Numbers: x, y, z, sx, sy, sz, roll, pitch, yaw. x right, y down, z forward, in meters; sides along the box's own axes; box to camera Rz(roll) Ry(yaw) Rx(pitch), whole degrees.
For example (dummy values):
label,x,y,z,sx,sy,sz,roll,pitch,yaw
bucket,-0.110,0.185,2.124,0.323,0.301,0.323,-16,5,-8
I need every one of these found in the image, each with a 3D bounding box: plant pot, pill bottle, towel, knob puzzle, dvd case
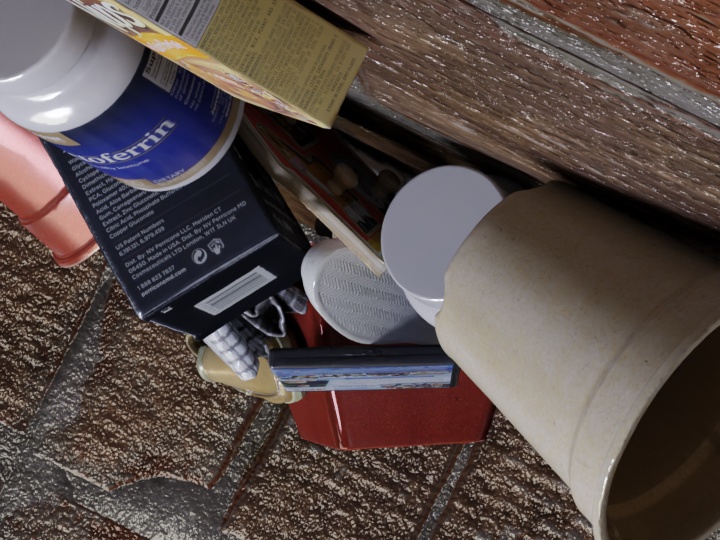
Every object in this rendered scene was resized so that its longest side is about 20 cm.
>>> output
label,x,y,z,sx,sy,sz,roll,pitch,yaw
plant pot,0.152,0.045,1.304,0.183,0.201,0.200,39,-175,35
pill bottle,-0.164,-0.130,1.330,0.115,0.116,0.200,25,177,29
pill bottle,0.095,-0.001,1.503,0.115,0.116,0.200,25,177,27
towel,-0.137,-0.015,1.794,0.166,0.086,0.200,51,174,-21
plant pot,-0.263,-0.140,1.735,0.195,0.201,0.201,36,174,-21
plant pot,0.025,0.061,1.867,0.199,0.177,0.200,-3,-179,-17
knob puzzle,-0.034,-0.092,1.538,0.219,0.030,0.220,41,-164,-14
dvd case,0.006,0.076,1.662,0.142,0.018,0.200,-2,172,1

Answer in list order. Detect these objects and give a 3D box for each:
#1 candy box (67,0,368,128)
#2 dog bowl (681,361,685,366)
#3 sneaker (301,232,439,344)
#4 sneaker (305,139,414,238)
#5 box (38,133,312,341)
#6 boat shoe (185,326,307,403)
label,x,y,z,sx,sy,sz,roll,pitch,yaw
candy box,-0.106,-0.150,1.150,0.199,0.056,0.115,28,178,-33
dog bowl,0.230,0.041,1.456,0.199,0.074,0.200,26,178,1
sneaker,0.000,0.000,1.608,0.115,0.074,0.200,39,-168,38
sneaker,0.013,-0.054,1.816,0.099,0.078,0.200,21,179,9
box,-0.136,-0.069,1.538,0.201,0.117,0.197,59,-177,8
boat shoe,-0.105,0.079,1.864,0.076,0.072,0.200,-11,-171,-17
